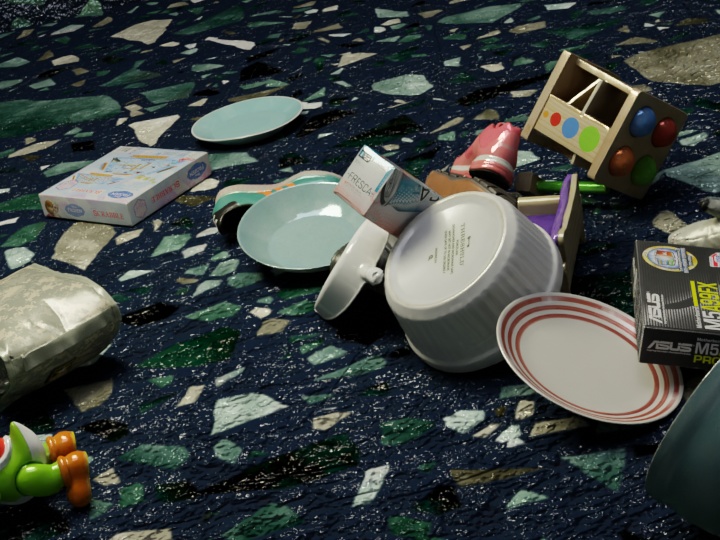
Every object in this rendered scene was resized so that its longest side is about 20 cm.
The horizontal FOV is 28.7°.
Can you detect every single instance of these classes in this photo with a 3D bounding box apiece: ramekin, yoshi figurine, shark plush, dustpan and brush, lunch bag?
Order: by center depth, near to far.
[{"bbox_3d":[-0.378,0.232,1.431,0.197,0.113,0.113,-7,62,-23],"label":"yoshi figurine"},{"bbox_3d":[0.115,0.004,1.546,0.201,0.094,0.204,-26,40,23],"label":"ramekin"},{"bbox_3d":[0.000,0.000,1.643,0.057,0.141,0.200,32,-3,1],"label":"dustpan and brush"},{"bbox_3d":[0.462,-0.055,1.644,0.197,0.092,0.083,-19,-5,-3],"label":"shark plush"},{"bbox_3d":[-0.399,0.079,1.702,0.163,0.119,0.199,-29,25,-34],"label":"lunch bag"}]

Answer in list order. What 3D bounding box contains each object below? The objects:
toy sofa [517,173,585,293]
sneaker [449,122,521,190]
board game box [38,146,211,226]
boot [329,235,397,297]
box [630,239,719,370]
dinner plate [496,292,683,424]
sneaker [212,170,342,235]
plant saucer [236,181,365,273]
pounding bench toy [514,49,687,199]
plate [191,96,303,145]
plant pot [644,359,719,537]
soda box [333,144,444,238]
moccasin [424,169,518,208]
[{"bbox_3d":[0.216,-0.034,1.673,0.082,0.099,0.201,-4,27,16],"label":"toy sofa"},{"bbox_3d":[0.179,-0.154,1.894,0.073,0.088,0.200,25,-4,-9],"label":"sneaker"},{"bbox_3d":[-0.372,-0.137,2.235,0.198,0.042,0.199,7,31,36],"label":"board game box"},{"bbox_3d":[0.065,-0.028,1.777,0.129,0.068,0.200,16,48,38],"label":"boot"},{"bbox_3d":[0.367,0.037,1.472,0.158,0.045,0.201,7,27,6],"label":"box"},{"bbox_3d":[0.230,0.092,1.420,0.197,0.025,0.201,10,35,-7],"label":"dinner plate"},{"bbox_3d":[-0.111,-0.084,1.978,0.197,0.072,0.080,-9,36,7],"label":"sneaker"},{"bbox_3d":[-0.065,-0.048,1.879,0.198,0.039,0.202,-6,36,4],"label":"plant saucer"},{"bbox_3d":[0.306,-0.152,1.831,0.123,0.202,0.156,13,19,-46],"label":"pounding bench toy"},{"bbox_3d":[-0.192,-0.252,2.413,0.197,0.026,0.201,-10,25,5],"label":"plate"},{"bbox_3d":[0.347,0.147,1.148,0.199,0.202,0.134,-30,57,-34],"label":"plant pot"},{"bbox_3d":[0.060,-0.068,1.631,0.063,0.199,0.069,39,97,40],"label":"soda box"},{"bbox_3d":[0.138,-0.083,1.843,0.073,0.079,0.201,24,-2,-34],"label":"moccasin"}]
